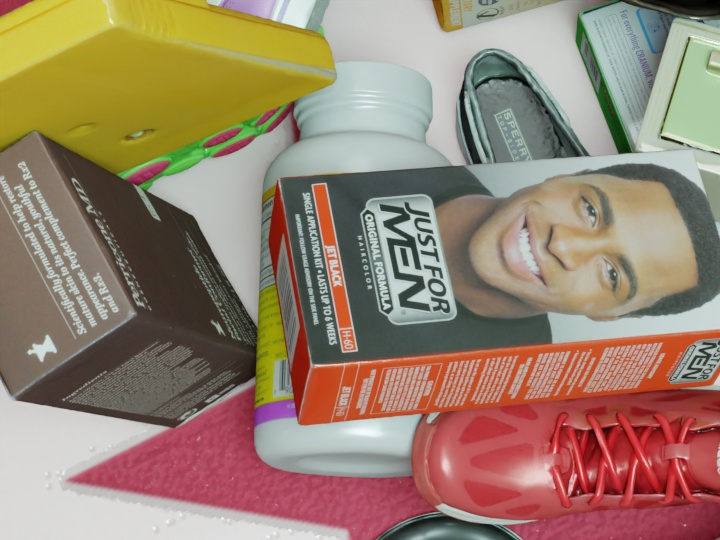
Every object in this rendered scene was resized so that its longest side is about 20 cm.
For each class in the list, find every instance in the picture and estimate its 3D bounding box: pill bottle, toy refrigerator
[{"bbox_3d":[0.000,0.000,0.852,0.104,0.104,0.201,0,75,5],"label":"pill bottle"},{"bbox_3d":[0.237,-0.055,0.819,0.199,0.070,0.076,17,75,9],"label":"toy refrigerator"}]

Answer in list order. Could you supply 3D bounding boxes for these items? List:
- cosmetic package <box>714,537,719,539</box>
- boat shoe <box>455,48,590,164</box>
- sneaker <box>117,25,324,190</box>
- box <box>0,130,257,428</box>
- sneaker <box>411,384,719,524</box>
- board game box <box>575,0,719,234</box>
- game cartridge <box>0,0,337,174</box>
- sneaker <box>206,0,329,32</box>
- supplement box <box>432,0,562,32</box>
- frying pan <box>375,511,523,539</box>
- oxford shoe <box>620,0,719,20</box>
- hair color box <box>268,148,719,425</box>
[{"bbox_3d":[0.209,0.222,0.790,0.112,0.081,0.201,-22,76,-1],"label":"cosmetic package"},{"bbox_3d":[0.106,-0.025,0.867,0.073,0.068,0.200,-19,75,0],"label":"boat shoe"},{"bbox_3d":[-0.111,-0.093,0.901,0.199,0.077,0.084,-27,79,-3],"label":"sneaker"},{"bbox_3d":[-0.120,0.011,0.806,0.075,0.200,0.100,-33,75,9],"label":"box"},{"bbox_3d":[0.131,0.080,0.778,0.199,0.115,0.079,-6,88,-23],"label":"sneaker"},{"bbox_3d":[0.234,-0.095,0.889,0.199,0.040,0.154,-18,75,0],"label":"board game box"},{"bbox_3d":[-0.128,-0.077,0.748,0.176,0.200,0.033,-20,81,23],"label":"game cartridge"},{"bbox_3d":[-0.051,-0.202,0.852,0.114,0.073,0.201,22,77,5],"label":"sneaker"},{"bbox_3d":[0.126,-0.208,0.882,0.199,0.126,0.074,-16,70,2],"label":"supplement box"},{"bbox_3d":[0.015,0.158,0.851,0.190,0.031,0.115,35,80,10],"label":"frying pan"},{"bbox_3d":[0.195,-0.154,0.824,0.199,0.073,0.085,-10,40,-21],"label":"oxford shoe"},{"bbox_3d":[0.064,0.006,0.764,0.199,0.061,0.102,-5,60,-12],"label":"hair color box"}]
